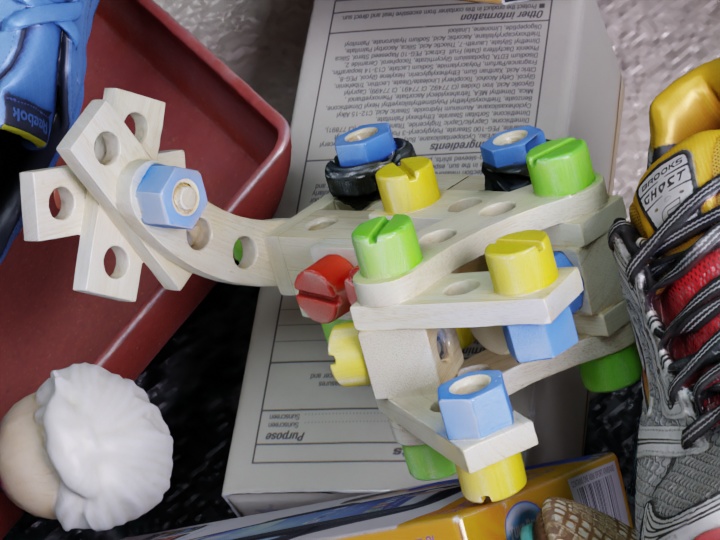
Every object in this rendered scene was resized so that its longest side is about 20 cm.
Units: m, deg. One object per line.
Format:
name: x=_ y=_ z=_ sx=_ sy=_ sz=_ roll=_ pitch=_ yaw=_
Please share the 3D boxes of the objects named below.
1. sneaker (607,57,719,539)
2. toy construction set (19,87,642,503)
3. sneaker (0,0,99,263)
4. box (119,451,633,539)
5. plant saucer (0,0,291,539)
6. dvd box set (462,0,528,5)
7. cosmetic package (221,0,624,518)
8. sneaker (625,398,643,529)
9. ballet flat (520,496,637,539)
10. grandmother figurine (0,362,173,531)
sneaker: x=0.094 y=0.014 z=0.697 sx=0.078 sy=0.082 sz=0.200 roll=-30 pitch=23 yaw=23
toy construction set: x=0.000 y=0.000 z=0.779 sx=0.199 sy=0.093 sz=0.131 roll=19 pitch=38 yaw=36
sneaker: x=-0.107 y=-0.089 z=0.878 sx=0.078 sy=0.066 sz=0.201 roll=37 pitch=108 yaw=54
box: x=-0.032 y=0.094 z=0.776 sx=0.199 sy=0.119 sz=0.042 roll=-10 pitch=90 yaw=26
plant saucer: x=-0.123 y=-0.006 z=0.938 sx=0.200 sy=0.037 sz=0.200 roll=-49 pitch=42 yaw=2
dvd box set: x=0.013 y=-0.125 z=0.933 sx=0.199 sy=0.030 sz=0.146 roll=11 pitch=20 yaw=38
cosmetic package: x=0.026 y=0.002 z=0.900 sx=0.103 sy=0.073 sz=0.201 roll=-1 pitch=60 yaw=19
sneaker: x=0.125 y=0.051 z=0.761 sx=0.079 sy=0.200 sz=0.096 roll=5 pitch=75 yaw=-23
ballet flat: x=0.108 y=0.138 z=0.723 sx=0.065 sy=0.201 sz=0.071 roll=-19 pitch=24 yaw=16
grandmother figurine: x=-0.158 y=0.061 z=0.833 sx=0.199 sy=0.122 sz=0.061 roll=-5 pitch=16 yaw=3
